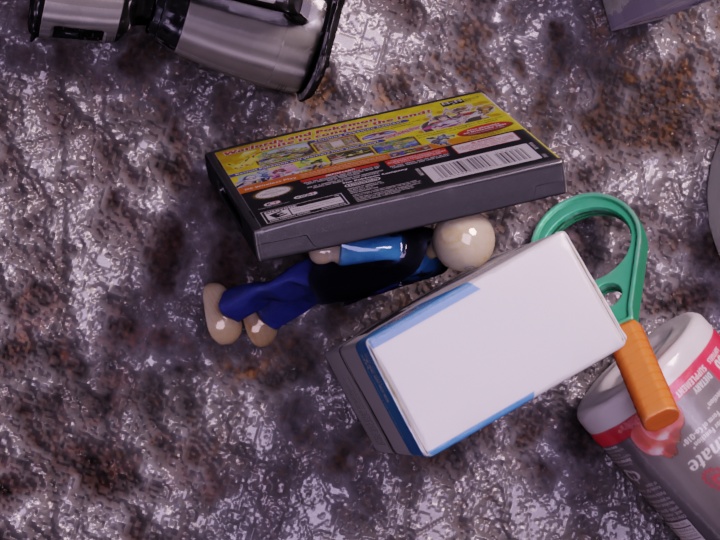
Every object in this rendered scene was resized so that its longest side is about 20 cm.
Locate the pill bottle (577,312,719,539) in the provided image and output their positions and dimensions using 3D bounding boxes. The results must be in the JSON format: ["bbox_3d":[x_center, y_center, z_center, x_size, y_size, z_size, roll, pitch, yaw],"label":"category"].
[{"bbox_3d":[0.249,0.136,1.464,0.111,0.111,0.200,-42,95,-8],"label":"pill bottle"}]

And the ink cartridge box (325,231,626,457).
[{"bbox_3d":[0.068,0.050,1.392,0.145,0.200,0.084,-30,91,-9],"label":"ink cartridge box"}]

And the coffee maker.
[{"bbox_3d":[-0.107,-0.222,1.424,0.199,0.135,0.193,14,62,-10],"label":"coffee maker"}]

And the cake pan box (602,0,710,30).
[{"bbox_3d":[0.193,-0.262,1.426,0.052,0.200,0.185,-18,93,-12],"label":"cake pan box"}]

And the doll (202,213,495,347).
[{"bbox_3d":[0.000,0.000,1.397,0.200,0.136,0.049,-20,76,32],"label":"doll"}]

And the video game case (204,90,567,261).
[{"bbox_3d":[0.012,-0.064,1.399,0.199,0.181,0.026,-13,111,-9],"label":"video game case"}]

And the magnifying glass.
[{"bbox_3d":[0.167,0.024,1.434,0.079,0.022,0.200,-25,48,8],"label":"magnifying glass"}]

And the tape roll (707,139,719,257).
[{"bbox_3d":[0.347,-0.050,1.507,0.202,0.071,0.203,0,87,-10],"label":"tape roll"}]
